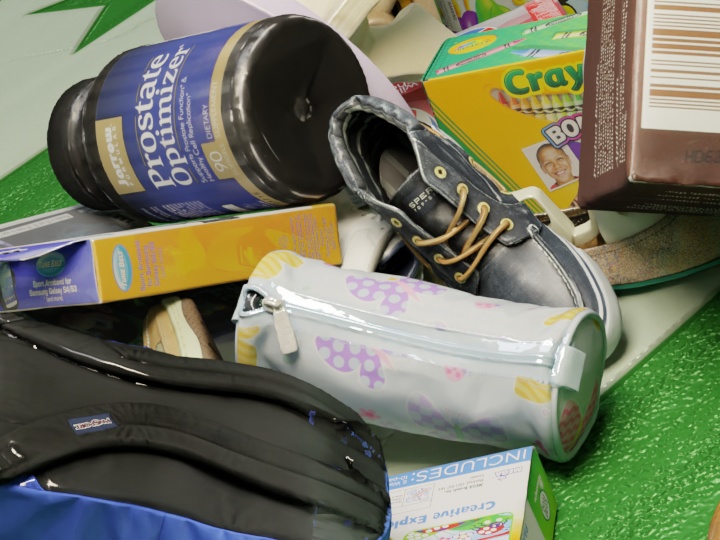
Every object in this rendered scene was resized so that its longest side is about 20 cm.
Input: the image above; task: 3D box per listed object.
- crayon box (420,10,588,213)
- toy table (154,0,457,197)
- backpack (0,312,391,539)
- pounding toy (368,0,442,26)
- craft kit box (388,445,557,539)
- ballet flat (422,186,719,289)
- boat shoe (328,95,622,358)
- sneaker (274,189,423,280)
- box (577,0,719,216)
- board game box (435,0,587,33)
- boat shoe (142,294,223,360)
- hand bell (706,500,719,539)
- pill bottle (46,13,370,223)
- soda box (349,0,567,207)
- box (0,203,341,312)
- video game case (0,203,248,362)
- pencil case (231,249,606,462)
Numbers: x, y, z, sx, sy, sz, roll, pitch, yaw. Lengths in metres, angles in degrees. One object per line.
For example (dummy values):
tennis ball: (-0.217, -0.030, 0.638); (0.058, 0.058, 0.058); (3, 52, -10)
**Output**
crayon box: (0.151, -0.095, 1.446); (0.199, 0.119, 0.058); (-9, 29, 26)
toy table: (-0.023, -0.151, 1.504); (0.184, 0.200, 0.117); (-13, 40, 49)
backpack: (-0.092, 0.123, 1.093); (0.199, 0.168, 0.163); (9, 30, -9)
pounding toy: (-0.013, -0.185, 1.667); (0.200, 0.185, 0.142); (-28, 27, -12)
craft kit box: (-0.010, 0.176, 1.153); (0.199, 0.049, 0.198); (-14, 25, 18)
ballet flat: (0.125, -0.021, 1.387); (0.199, 0.067, 0.068); (-14, 27, 16)
boat shoe: (0.058, -0.020, 1.332); (0.071, 0.091, 0.200); (-51, 58, 10)
sneaker: (0.000, 0.000, 1.417); (0.087, 0.074, 0.200); (-42, 30, 16)
box: (0.211, -0.114, 1.257); (0.164, 0.167, 0.200); (3, -2, -2)
board game box: (0.152, -0.210, 1.676); (0.105, 0.103, 0.200); (-37, 29, -29)
boat shoe: (-0.098, 0.084, 1.253); (0.076, 0.072, 0.200); (-27, 32, 0)
hand bell: (0.211, 0.074, 1.149); (0.104, 0.104, 0.200); (1, 47, 39)
pill bottle: (-0.097, -0.087, 1.438); (0.200, 0.112, 0.112); (-7, 29, 46)
soda box: (0.056, -0.111, 1.603); (0.199, 0.070, 0.063); (-23, 27, 1)
box: (-0.123, -0.005, 1.344); (0.200, 0.042, 0.119); (-12, 4, -41)
video game case: (-0.156, 0.016, 1.417); (0.181, 0.023, 0.200); (28, 26, 29)
pencil case: (0.031, 0.043, 1.266); (0.199, 0.091, 0.083); (11, 61, 22)
